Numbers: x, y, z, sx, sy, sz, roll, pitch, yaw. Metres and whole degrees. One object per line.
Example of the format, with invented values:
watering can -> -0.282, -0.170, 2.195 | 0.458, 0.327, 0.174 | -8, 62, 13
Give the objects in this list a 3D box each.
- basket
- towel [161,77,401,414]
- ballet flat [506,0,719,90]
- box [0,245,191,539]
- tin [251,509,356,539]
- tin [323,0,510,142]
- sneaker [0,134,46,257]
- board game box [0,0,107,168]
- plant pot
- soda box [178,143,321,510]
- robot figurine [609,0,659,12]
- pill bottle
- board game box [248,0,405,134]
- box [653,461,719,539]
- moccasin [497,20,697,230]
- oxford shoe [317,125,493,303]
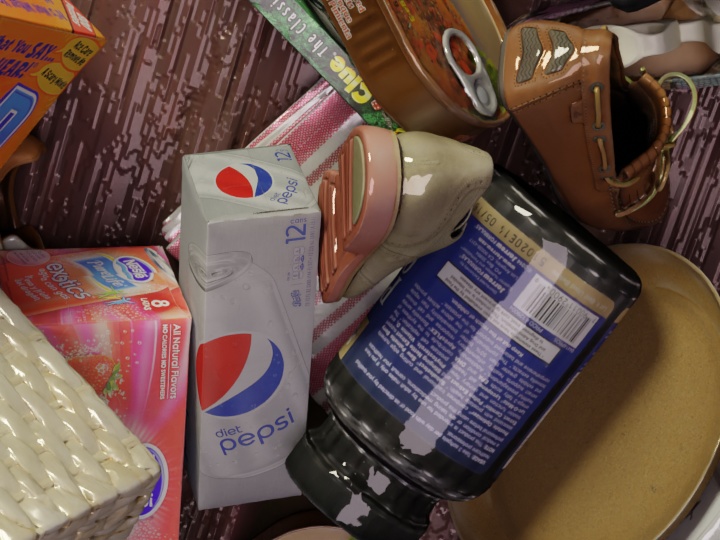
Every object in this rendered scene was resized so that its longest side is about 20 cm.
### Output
basket -> -0.239, 0.116, 1.027 | 0.200, 0.198, 0.161 | 46, 129, 17
towel -> 0.000, 0.000, 1.205 | 0.146, 0.030, 0.200 | -41, 105, 11
ballet flat -> 0.171, -0.129, 1.142 | 0.199, 0.071, 0.070 | -11, 101, 3
box -> -0.155, 0.096, 1.171 | 0.102, 0.095, 0.201 | -2, 116, -17
tin -> -0.058, 0.225, 1.263 | 0.200, 0.042, 0.112 | -35, 107, 9
tin -> 0.016, -0.159, 1.080 | 0.042, 0.112, 0.201 | -27, 89, 36
sneaker -> -0.231, 0.008, 1.182 | 0.084, 0.073, 0.201 | 18, 104, -2
board game box -> -0.294, -0.118, 1.051 | 0.200, 0.200, 0.200 | 45, 102, 10
plant pot -> 0.128, 0.082, 1.130 | 0.027, 0.200, 0.200 | 31, 106, -36
soda box -> -0.064, 0.034, 1.141 | 0.063, 0.068, 0.201 | -6, 128, -16
robot figurine -> 0.136, -0.230, 1.083 | 0.199, 0.151, 0.125 | -27, 132, 6
pill bottle -> 0.051, 0.052, 1.122 | 0.112, 0.112, 0.200 | 36, 98, -10
board game box -> -0.029, -0.138, 1.124 | 0.023, 0.105, 0.200 | -42, 101, 15
box -> 0.177, 0.197, 1.170 | 0.130, 0.200, 0.199 | 34, 104, -11
moccasin -> 0.137, -0.076, 1.107 | 0.077, 0.201, 0.074 | -2, 63, 22
oxford shoe -> 0.018, -0.023, 1.073 | 0.073, 0.200, 0.071 | 0, 81, -10
